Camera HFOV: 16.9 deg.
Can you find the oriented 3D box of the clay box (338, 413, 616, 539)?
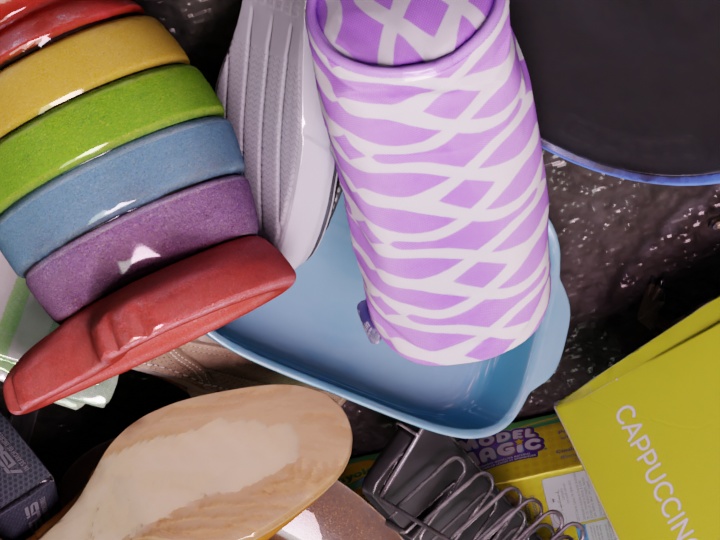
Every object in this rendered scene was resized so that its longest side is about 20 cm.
[{"bbox_3d":[0.050,0.139,1.219,0.199,0.048,0.115,-12,128,5],"label":"clay box"}]

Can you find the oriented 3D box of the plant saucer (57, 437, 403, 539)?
[{"bbox_3d":[-0.063,0.159,1.187,0.200,0.032,0.201,11,133,12],"label":"plant saucer"}]

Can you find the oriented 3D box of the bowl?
[{"bbox_3d":[0.109,-0.115,0.923,0.200,0.039,0.201,15,136,15],"label":"bowl"}]

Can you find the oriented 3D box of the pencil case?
[{"bbox_3d":[0.030,-0.046,0.950,0.084,0.086,0.200,-9,143,1],"label":"pencil case"}]

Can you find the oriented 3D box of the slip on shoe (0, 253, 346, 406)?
[{"bbox_3d":[-0.080,0.017,1.085,0.200,0.076,0.061,33,131,-32],"label":"slip on shoe"}]

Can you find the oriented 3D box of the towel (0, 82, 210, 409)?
[{"bbox_3d":[-0.175,-0.043,1.004,0.200,0.023,0.153,20,81,-17],"label":"towel"}]

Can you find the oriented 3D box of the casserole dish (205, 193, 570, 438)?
[{"bbox_3d":[0.000,0.000,1.072,0.200,0.121,0.039,22,164,-22],"label":"casserole dish"}]

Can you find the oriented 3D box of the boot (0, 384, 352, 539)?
[{"bbox_3d":[-0.086,0.123,1.091,0.201,0.071,0.144,-26,158,1],"label":"boot"}]

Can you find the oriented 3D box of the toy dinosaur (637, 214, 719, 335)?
[{"bbox_3d":[0.186,0.034,1.145,0.101,0.058,0.200,19,124,-21],"label":"toy dinosaur"}]

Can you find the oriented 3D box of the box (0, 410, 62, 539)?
[{"bbox_3d":[-0.207,0.170,1.135,0.158,0.051,0.200,-33,151,-19],"label":"box"}]

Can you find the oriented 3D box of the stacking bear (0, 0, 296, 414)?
[{"bbox_3d":[-0.115,-0.063,0.964,0.114,0.200,0.121,-23,176,-40],"label":"stacking bear"}]

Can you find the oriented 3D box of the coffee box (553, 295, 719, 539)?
[{"bbox_3d":[0.239,0.117,1.079,0.200,0.200,0.198,-34,142,13],"label":"coffee box"}]

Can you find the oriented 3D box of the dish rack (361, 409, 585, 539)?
[{"bbox_3d":[0.091,0.149,1.078,0.055,0.200,0.153,-48,121,-10],"label":"dish rack"}]

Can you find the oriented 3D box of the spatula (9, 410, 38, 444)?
[{"bbox_3d":[-0.160,0.072,1.158,0.056,0.021,0.200,9,126,-19],"label":"spatula"}]

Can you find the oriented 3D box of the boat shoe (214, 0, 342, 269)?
[{"bbox_3d":[-0.010,-0.093,0.987,0.071,0.072,0.201,-7,118,-35],"label":"boat shoe"}]
